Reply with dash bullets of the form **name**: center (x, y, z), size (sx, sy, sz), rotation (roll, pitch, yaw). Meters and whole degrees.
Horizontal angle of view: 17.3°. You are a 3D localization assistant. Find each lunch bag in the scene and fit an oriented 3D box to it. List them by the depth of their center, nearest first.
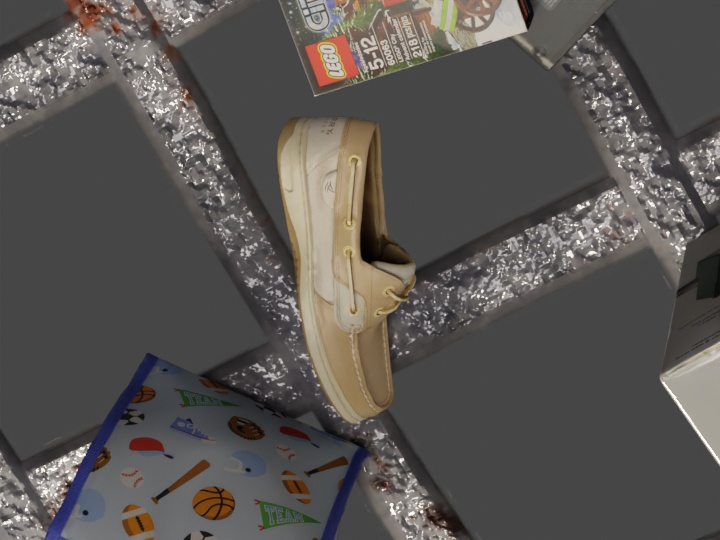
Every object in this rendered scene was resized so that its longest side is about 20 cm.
- **lunch bag**: center (-0.103, 0.165, 1.484), size (0.170, 0.200, 0.124), rotation (21, 113, 0)

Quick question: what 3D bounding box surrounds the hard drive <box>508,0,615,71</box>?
- **hard drive**: center (0.082, -0.234, 1.388), size (0.200, 0.033, 0.140), rotation (41, 112, -7)

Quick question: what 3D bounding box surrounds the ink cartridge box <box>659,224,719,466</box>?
- **ink cartridge box**: center (0.254, 0.058, 1.381), size (0.084, 0.200, 0.146), rotation (-31, 103, 22)

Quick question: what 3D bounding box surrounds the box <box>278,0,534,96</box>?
- **box**: center (0.005, -0.216, 1.370), size (0.136, 0.038, 0.200), rotation (-16, 107, 15)

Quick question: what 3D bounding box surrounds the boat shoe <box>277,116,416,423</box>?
- **boat shoe**: center (0.000, 0.000, 1.471), size (0.069, 0.074, 0.200), rotation (-6, 109, 18)
